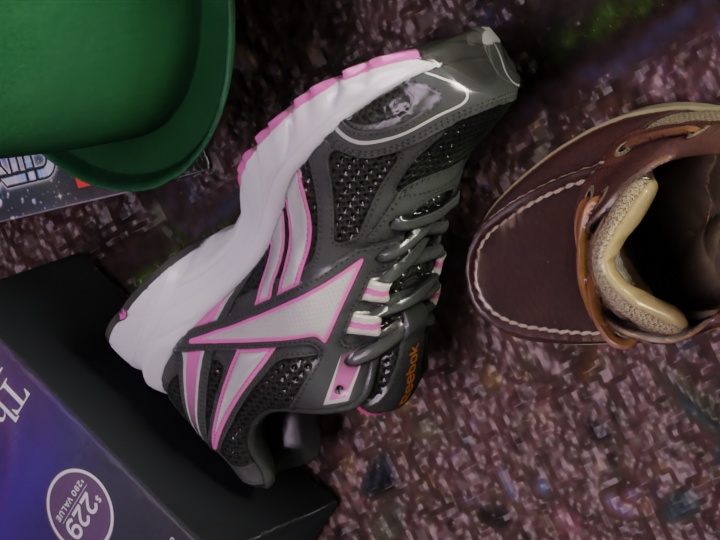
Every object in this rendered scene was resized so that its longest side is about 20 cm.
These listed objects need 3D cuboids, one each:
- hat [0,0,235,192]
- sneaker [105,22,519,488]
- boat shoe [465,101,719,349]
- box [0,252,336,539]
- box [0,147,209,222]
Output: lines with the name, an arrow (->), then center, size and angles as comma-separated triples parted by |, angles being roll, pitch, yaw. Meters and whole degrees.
hat -> -0.155, -0.071, 0.928 | 0.165, 0.176, 0.200 | 14, 119, 47
sneaker -> 0.000, 0.000, 0.969 | 0.086, 0.080, 0.200 | 54, 138, 13
boat shoe -> 0.092, -0.012, 0.886 | 0.200, 0.072, 0.072 | -11, 95, 48
box -> -0.118, 0.118, 1.079 | 0.141, 0.079, 0.200 | 41, 122, 18
box -> -0.156, -0.082, 1.081 | 0.200, 0.038, 0.137 | -12, 94, 37
